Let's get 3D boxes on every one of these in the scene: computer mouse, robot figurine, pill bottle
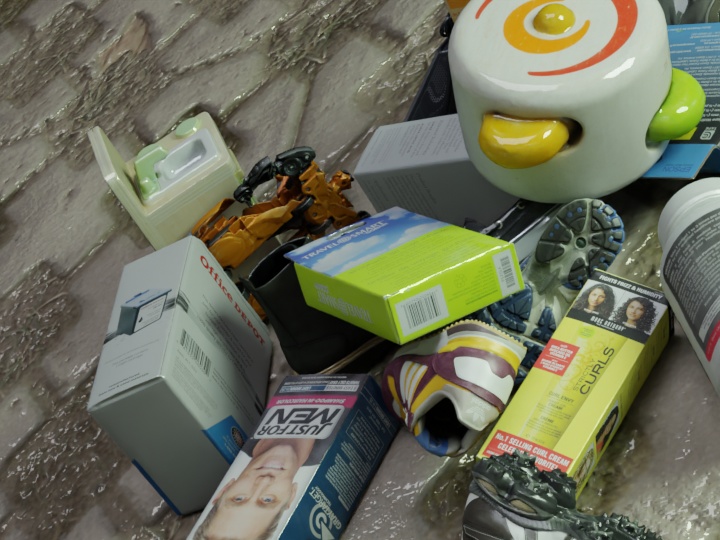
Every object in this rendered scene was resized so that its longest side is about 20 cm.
[{"bbox_3d":[0.089,-0.177,1.791,0.201,0.052,0.139,-66,-8,27],"label":"computer mouse"},{"bbox_3d":[-0.087,-0.029,1.747,0.200,0.145,0.058,-41,29,1],"label":"robot figurine"},{"bbox_3d":[0.285,0.015,1.361,0.110,0.111,0.200,-29,33,8],"label":"pill bottle"}]

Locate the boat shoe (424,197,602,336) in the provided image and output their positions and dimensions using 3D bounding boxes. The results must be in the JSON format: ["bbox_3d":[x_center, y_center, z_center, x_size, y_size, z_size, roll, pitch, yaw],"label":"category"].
[{"bbox_3d":[0.112,-0.021,1.578,0.200,0.070,0.066,-37,69,13],"label":"boat shoe"}]

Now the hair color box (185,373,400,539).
[{"bbox_3d":[-0.056,0.177,1.506,0.100,0.061,0.201,-5,42,39],"label":"hair color box"}]

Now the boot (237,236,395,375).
[{"bbox_3d":[0.000,0.000,1.621,0.200,0.139,0.077,-43,32,-17],"label":"boot"}]

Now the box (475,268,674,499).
[{"bbox_3d":[0.166,0.093,1.406,0.075,0.050,0.200,21,57,26],"label":"box"}]

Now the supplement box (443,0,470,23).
[{"bbox_3d":[0.169,-0.206,1.683,0.125,0.201,0.074,-6,33,39],"label":"supplement box"}]

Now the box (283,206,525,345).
[{"bbox_3d":[0.031,0.001,1.503,0.121,0.048,0.200,-23,19,-20],"label":"box"}]

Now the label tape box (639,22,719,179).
[{"bbox_3d":[0.286,-0.129,1.605,0.144,0.063,0.200,4,49,45],"label":"label tape box"}]

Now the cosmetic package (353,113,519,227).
[{"bbox_3d":[0.103,-0.087,1.682,0.199,0.102,0.074,-6,42,36],"label":"cosmetic package"}]

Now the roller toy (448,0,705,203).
[{"bbox_3d":[0.165,-0.161,1.527,0.199,0.140,0.183,-26,45,-10],"label":"roller toy"}]

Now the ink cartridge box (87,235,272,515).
[{"bbox_3d":[-0.154,0.091,1.631,0.085,0.147,0.201,-24,32,19],"label":"ink cartridge box"}]

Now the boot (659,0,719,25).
[{"bbox_3d":[0.313,-0.278,1.795,0.182,0.073,0.199,-48,27,-25],"label":"boot"}]

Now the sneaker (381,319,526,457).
[{"bbox_3d":[0.057,0.105,1.440,0.090,0.075,0.200,-65,9,-25],"label":"sneaker"}]

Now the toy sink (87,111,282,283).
[{"bbox_3d":[-0.163,-0.071,1.811,0.112,0.200,0.130,-33,30,1],"label":"toy sink"}]

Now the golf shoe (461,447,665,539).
[{"bbox_3d":[0.150,0.208,1.277,0.200,0.077,0.095,34,110,40],"label":"golf shoe"}]

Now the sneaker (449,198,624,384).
[{"bbox_3d":[0.147,0.027,1.523,0.200,0.077,0.085,-46,-7,11],"label":"sneaker"}]
